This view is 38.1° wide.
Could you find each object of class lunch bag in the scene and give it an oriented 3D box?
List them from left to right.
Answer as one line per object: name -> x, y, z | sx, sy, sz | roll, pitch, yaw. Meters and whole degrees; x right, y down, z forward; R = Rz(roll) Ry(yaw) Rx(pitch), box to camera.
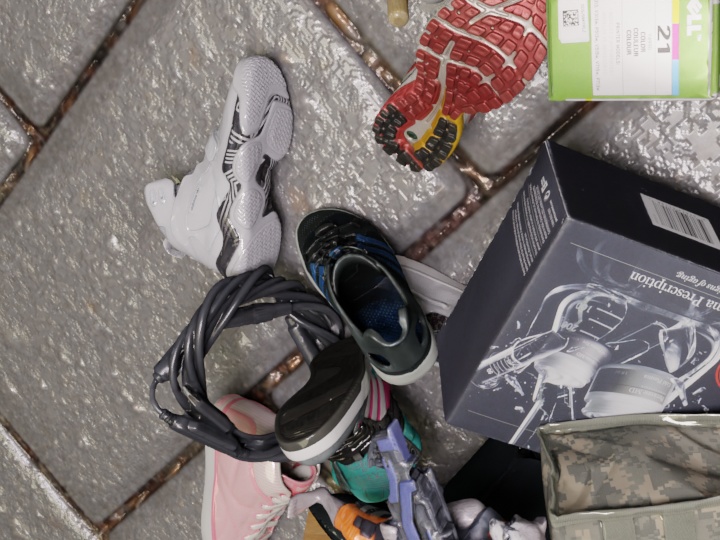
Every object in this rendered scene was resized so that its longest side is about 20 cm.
lunch bag -> 0.227, 0.186, 0.690 | 0.198, 0.118, 0.165 | -8, 117, 7

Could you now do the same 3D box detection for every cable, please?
cable -> -0.083, 0.088, 0.914 | 0.051, 0.200, 0.164 | 17, 78, 50

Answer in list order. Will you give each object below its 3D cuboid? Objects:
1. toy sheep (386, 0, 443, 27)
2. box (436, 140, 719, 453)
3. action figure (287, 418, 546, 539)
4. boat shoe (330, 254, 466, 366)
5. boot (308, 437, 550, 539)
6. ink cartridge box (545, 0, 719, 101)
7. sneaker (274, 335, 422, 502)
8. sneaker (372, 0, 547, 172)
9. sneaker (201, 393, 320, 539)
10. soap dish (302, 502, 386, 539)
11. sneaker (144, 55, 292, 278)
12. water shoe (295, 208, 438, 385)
toy sheep -> 0.044, -0.245, 0.714 | 0.199, 0.138, 0.139 | -19, 101, 21
box -> 0.181, 0.039, 0.731 | 0.199, 0.104, 0.183 | 18, 123, -12
action figure -> 0.044, 0.182, 0.745 | 0.192, 0.104, 0.202 | -5, 108, 35
boat shoe -> 0.051, 0.045, 0.868 | 0.199, 0.068, 0.072 | 24, 120, 17
boot -> 0.072, 0.202, 0.884 | 0.200, 0.168, 0.077 | 27, 155, 45
ink cartridge box -> 0.229, -0.156, 0.642 | 0.198, 0.148, 0.076 | 5, 113, 26
sneaker -> -0.006, 0.138, 0.839 | 0.083, 0.200, 0.121 | -22, 101, 16
sneaker -> 0.075, -0.152, 0.737 | 0.078, 0.082, 0.200 | 38, 148, -8
sneaker -> -0.095, 0.226, 1.016 | 0.104, 0.075, 0.202 | 12, 111, 29
soap dish -> 0.030, 0.321, 0.987 | 0.156, 0.081, 0.202 | -2, 108, 29
sneaker -> -0.126, -0.090, 0.903 | 0.114, 0.075, 0.202 | 15, 111, 27
water shoe -> 0.000, 0.000, 0.829 | 0.200, 0.071, 0.079 | 53, 174, 40
